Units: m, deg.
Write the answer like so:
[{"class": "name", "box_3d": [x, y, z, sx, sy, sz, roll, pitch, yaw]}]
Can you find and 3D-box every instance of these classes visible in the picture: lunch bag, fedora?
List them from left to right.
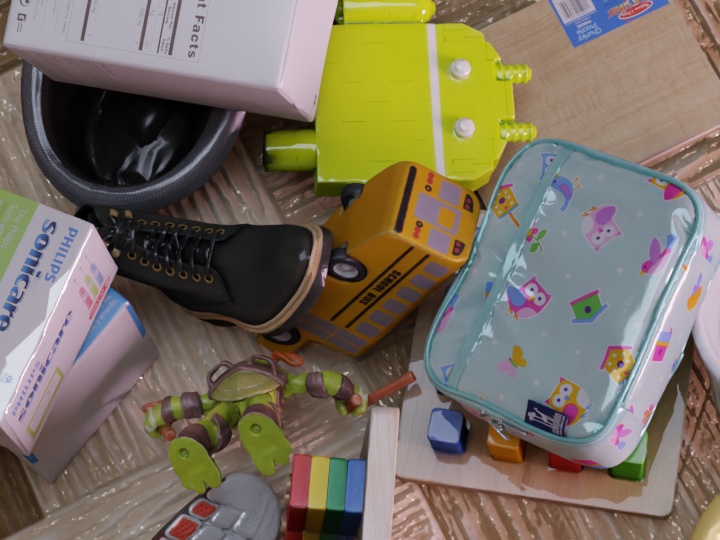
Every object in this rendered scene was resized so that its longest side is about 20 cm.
[{"class": "fedora", "box_3d": [-0.157, -0.134, 1.675, 0.175, 0.090, 0.202, 8, 83, 11]}, {"class": "lunch bag", "box_3d": [0.136, 0.021, 1.496, 0.160, 0.077, 0.201, 23, 83, 26]}]

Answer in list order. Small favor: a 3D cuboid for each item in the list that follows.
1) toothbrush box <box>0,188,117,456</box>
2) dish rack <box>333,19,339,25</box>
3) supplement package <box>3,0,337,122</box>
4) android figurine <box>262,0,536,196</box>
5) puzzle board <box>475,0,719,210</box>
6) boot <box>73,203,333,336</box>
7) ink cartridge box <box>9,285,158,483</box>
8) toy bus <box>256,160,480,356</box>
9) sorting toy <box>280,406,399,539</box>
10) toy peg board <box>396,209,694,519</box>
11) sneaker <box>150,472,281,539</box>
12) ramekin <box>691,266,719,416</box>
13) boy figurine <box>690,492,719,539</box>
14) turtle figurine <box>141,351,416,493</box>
[{"class": "toothbrush box", "box_3d": [-0.285, 0.013, 1.505, 0.199, 0.086, 0.147, 20, 74, 13]}, {"class": "dish rack", "box_3d": [-0.063, -0.233, 1.721, 0.153, 0.055, 0.200, -38, 71, -9]}, {"class": "supplement package", "box_3d": [-0.126, -0.185, 1.567, 0.198, 0.121, 0.121, 10, 85, 10]}, {"class": "android figurine", "box_3d": [0.027, -0.117, 1.631, 0.198, 0.041, 0.184, 0, 71, -3]}, {"class": "puzzle board", "box_3d": [0.158, -0.132, 1.683, 0.199, 0.017, 0.151, -26, 70, -4]}, {"class": "boot", "box_3d": [-0.118, -0.010, 1.549, 0.138, 0.200, 0.078, 22, 70, -26]}, {"class": "ink cartridge box", "box_3d": [-0.265, 0.030, 1.610, 0.200, 0.129, 0.125, 37, 78, 16]}, {"class": "toy bus", "box_3d": [0.000, 0.000, 1.567, 0.078, 0.200, 0.065, 24, 55, -16]}, {"class": "sorting toy", "box_3d": [-0.022, 0.209, 1.481, 0.069, 0.199, 0.202, 5, 71, -2]}, {"class": "toy peg board", "box_3d": [0.131, 0.053, 1.569, 0.197, 0.098, 0.202, 8, 76, 8]}, {"class": "sneaker", "box_3d": [-0.137, 0.215, 1.554, 0.077, 0.082, 0.200, 41, 85, -24]}, {"class": "ramekin", "box_3d": [0.324, 0.049, 1.532, 0.199, 0.098, 0.202, -7, 50, 8]}, {"class": "boy figurine", "box_3d": [0.269, 0.199, 1.532, 0.198, 0.064, 0.125, -19, 73, -4]}, {"class": "turtle figurine", "box_3d": [-0.066, 0.090, 1.544, 0.198, 0.161, 0.065, -4, 106, 9]}]
